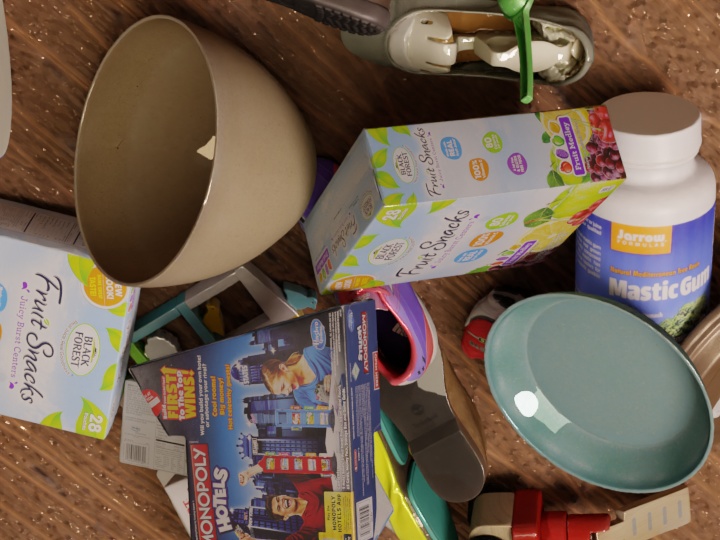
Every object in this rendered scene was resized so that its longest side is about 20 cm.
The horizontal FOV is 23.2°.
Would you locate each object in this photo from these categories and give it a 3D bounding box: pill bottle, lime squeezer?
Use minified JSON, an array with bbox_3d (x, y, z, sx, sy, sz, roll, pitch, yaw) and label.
[{"bbox_3d":[0.227,-0.034,1.402,0.111,0.112,0.202,-4,120,0],"label":"pill bottle"},{"bbox_3d":[0.103,-0.220,1.305,0.038,0.070,0.202,-29,81,27],"label":"lime squeezer"}]

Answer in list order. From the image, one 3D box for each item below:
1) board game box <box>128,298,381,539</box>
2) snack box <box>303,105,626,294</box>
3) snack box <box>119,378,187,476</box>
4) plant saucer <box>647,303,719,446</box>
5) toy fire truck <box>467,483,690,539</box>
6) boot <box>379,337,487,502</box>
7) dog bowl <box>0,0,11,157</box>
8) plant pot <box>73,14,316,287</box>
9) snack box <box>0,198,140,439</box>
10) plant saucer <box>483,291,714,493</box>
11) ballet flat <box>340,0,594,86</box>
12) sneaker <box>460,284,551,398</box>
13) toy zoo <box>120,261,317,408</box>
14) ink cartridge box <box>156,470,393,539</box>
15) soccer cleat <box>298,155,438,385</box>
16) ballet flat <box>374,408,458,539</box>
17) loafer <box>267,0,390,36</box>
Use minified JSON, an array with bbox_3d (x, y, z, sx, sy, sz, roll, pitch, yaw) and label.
[{"bbox_3d":[-0.084,0.125,1.395,0.198,0.062,0.203,0,94,26],"label":"board game box"},{"bbox_3d":[0.075,-0.052,1.329,0.198,0.068,0.169,-7,160,-20],"label":"snack box"},{"bbox_3d":[-0.109,0.140,1.455,0.198,0.024,0.073,9,97,24],"label":"snack box"},{"bbox_3d":[0.322,0.077,1.452,0.199,0.030,0.201,-26,145,-20],"label":"plant saucer"},{"bbox_3d":[0.200,0.271,1.581,0.197,0.129,0.178,-4,120,12],"label":"toy fire truck"},{"bbox_3d":[0.054,0.095,1.502,0.073,0.075,0.202,-21,100,21],"label":"boot"},{"bbox_3d":[-0.308,-0.174,1.257,0.078,0.201,0.202,-6,120,-1],"label":"dog bowl"},{"bbox_3d":[-0.112,-0.082,1.338,0.133,0.201,0.201,8,124,-39],"label":"plant pot"},{"bbox_3d":[-0.286,0.033,1.438,0.197,0.068,0.170,12,118,-1],"label":"snack box"},{"bbox_3d":[0.195,0.090,1.404,0.198,0.036,0.202,21,136,22],"label":"plant saucer"},{"bbox_3d":[0.083,-0.177,1.345,0.197,0.064,0.068,3,119,-3],"label":"ballet flat"},{"bbox_3d":[0.173,0.090,1.500,0.199,0.077,0.085,34,119,-8],"label":"sneaker"},{"bbox_3d":[-0.119,0.072,1.503,0.199,0.021,0.132,-30,116,14],"label":"toy zoo"},{"bbox_3d":[-0.087,0.203,1.516,0.198,0.068,0.116,-23,102,25],"label":"ink cartridge box"},{"bbox_3d":[0.000,0.000,1.415,0.068,0.073,0.202,-26,98,16],"label":"soccer cleat"},{"bbox_3d":[0.022,0.179,1.547,0.066,0.067,0.201,-17,113,22],"label":"ballet flat"},{"bbox_3d":[-0.065,-0.240,1.313,0.198,0.073,0.072,21,83,-11],"label":"loafer"}]
